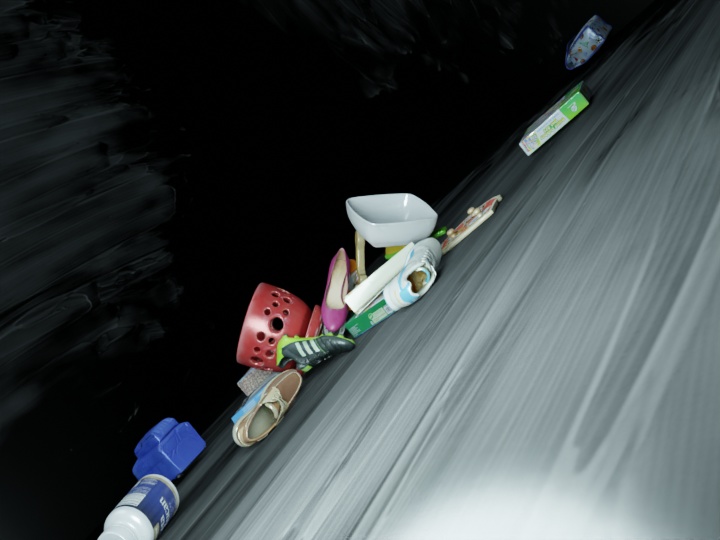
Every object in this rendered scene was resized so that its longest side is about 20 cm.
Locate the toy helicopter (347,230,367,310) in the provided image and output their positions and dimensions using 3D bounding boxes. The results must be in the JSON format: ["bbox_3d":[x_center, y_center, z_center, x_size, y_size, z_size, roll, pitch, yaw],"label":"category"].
[{"bbox_3d":[0.000,0.000,1.770,0.076,0.207,0.132,-1,8,-6],"label":"toy helicopter"}]

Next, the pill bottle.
[{"bbox_3d":[-0.474,0.534,1.492,0.111,0.112,0.200,-40,4,18],"label":"pill bottle"}]

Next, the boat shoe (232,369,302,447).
[{"bbox_3d":[-0.187,0.293,1.492,0.201,0.076,0.071,-51,16,-28],"label":"boat shoe"}]

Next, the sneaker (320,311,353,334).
[{"bbox_3d":[-0.085,0.171,1.878,0.200,0.079,0.096,-45,-19,-7],"label":"sneaker"}]

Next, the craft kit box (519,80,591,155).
[{"bbox_3d":[0.522,-0.408,1.872,0.199,0.049,0.198,-42,7,29],"label":"craft kit box"}]

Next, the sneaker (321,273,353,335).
[{"bbox_3d":[-0.053,0.088,1.779,0.116,0.071,0.207,137,143,-81],"label":"sneaker"}]

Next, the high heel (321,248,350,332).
[{"bbox_3d":[-0.060,0.045,1.679,0.098,0.065,0.204,93,179,-46],"label":"high heel"}]

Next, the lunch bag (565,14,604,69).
[{"bbox_3d":[0.976,-0.983,3.050,0.170,0.123,0.201,-47,-6,-43],"label":"lunch bag"}]

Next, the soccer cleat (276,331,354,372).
[{"bbox_3d":[-0.100,0.183,1.558,0.195,0.067,0.083,-6,65,28],"label":"soccer cleat"}]

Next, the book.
[{"bbox_3d":[0.049,0.015,1.616,0.199,0.048,0.134,-43,-1,0],"label":"book"}]

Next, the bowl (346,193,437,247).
[{"bbox_3d":[0.071,-0.119,1.699,0.194,0.077,0.200,-6,27,-19],"label":"bowl"}]

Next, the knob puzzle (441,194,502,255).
[{"bbox_3d":[0.256,-0.121,1.675,0.219,0.031,0.220,-44,3,3],"label":"knob puzzle"}]

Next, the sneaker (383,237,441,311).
[{"bbox_3d":[0.125,0.002,1.433,0.080,0.077,0.201,-25,22,47],"label":"sneaker"}]

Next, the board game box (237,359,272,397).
[{"bbox_3d":[-0.238,0.274,2.007,0.159,0.097,0.200,-41,4,18],"label":"board game box"}]

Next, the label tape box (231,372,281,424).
[{"bbox_3d":[-0.237,0.323,1.702,0.144,0.063,0.200,-43,3,7],"label":"label tape box"}]

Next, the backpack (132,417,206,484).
[{"bbox_3d":[-0.578,0.548,2.075,0.200,0.169,0.162,-44,-5,31],"label":"backpack"}]

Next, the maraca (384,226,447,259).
[{"bbox_3d":[0.139,-0.069,1.788,0.136,0.109,0.198,-36,11,-33],"label":"maraca"}]

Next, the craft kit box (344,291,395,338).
[{"bbox_3d":[0.073,0.051,1.614,0.197,0.049,0.199,-42,2,-37],"label":"craft kit box"}]

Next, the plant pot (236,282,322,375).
[{"bbox_3d":[-0.192,0.154,1.716,0.200,0.177,0.206,-162,90,-88],"label":"plant pot"}]
